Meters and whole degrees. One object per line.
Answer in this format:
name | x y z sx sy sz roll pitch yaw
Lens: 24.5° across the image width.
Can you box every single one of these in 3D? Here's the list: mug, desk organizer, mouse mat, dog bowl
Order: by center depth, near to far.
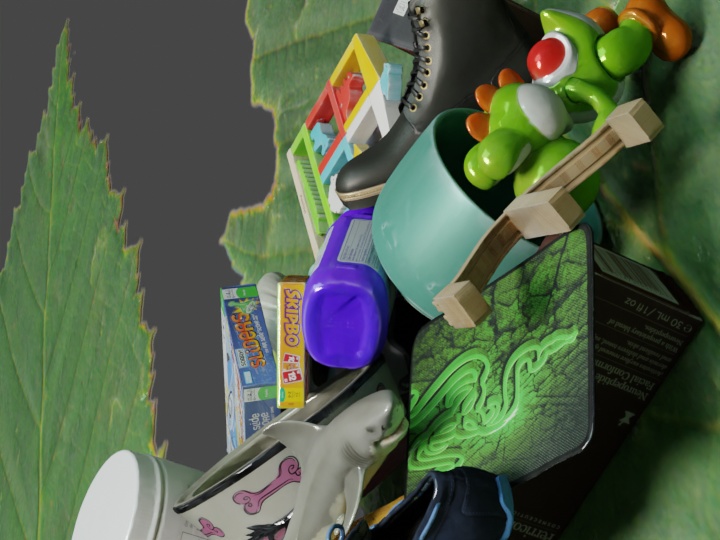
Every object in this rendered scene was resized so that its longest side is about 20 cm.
mouse mat | 0.087 0.074 1.077 0.200 0.007 0.162 -38 39 47
mug | 0.094 -0.028 1.231 0.152 0.184 0.115 53 124 24
dog bowl | -0.043 0.150 1.272 0.200 0.074 0.200 -37 2 1
desk organizer | 0.085 -0.210 1.448 0.072 0.077 0.200 -65 25 5

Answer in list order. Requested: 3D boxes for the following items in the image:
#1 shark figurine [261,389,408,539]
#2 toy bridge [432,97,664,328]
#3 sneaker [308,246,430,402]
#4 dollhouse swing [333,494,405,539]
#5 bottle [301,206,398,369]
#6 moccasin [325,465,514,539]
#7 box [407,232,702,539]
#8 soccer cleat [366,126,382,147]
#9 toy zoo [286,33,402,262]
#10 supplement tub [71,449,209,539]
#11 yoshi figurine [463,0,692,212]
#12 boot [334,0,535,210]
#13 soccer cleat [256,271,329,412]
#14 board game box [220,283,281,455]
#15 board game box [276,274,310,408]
shark figurine | -0.041 0.153 1.149 0.215 0.089 0.128 -59 -2 13
toy bridge | 0.118 -0.038 1.079 0.200 0.027 0.067 -45 12 -20
sneaker | 0.027 0.025 1.396 0.140 0.077 0.201 -47 42 35
dollhouse swing | -0.024 0.292 1.133 0.200 0.175 0.183 -107 8 -53
bottle | 0.000 0.000 1.296 0.200 0.065 0.084 -71 -16 -65
moccasin | 0.015 0.180 1.051 0.200 0.068 0.081 -52 34 30
box | 0.127 0.081 1.111 0.201 0.100 0.075 -60 27 19
soccer cleat | 0.035 -0.117 1.509 0.073 0.068 0.200 -51 15 -21
toy zoo | -0.008 -0.116 1.474 0.200 0.020 0.132 -56 41 45
supplement tub | -0.126 0.237 1.374 0.132 0.199 0.133 -44 34 41
yoshi figurine | 0.155 -0.105 1.174 0.200 0.112 0.113 -44 -32 -29
boot | 0.044 -0.151 1.313 0.199 0.139 0.077 -33 24 -8
soccer cleat | -0.050 0.067 1.524 0.078 0.069 0.201 -44 38 25
board game box | -0.096 0.132 1.472 0.136 0.034 0.201 -109 16 -51
board game box | -0.053 0.054 1.347 0.200 0.030 0.096 -152 63 -86
